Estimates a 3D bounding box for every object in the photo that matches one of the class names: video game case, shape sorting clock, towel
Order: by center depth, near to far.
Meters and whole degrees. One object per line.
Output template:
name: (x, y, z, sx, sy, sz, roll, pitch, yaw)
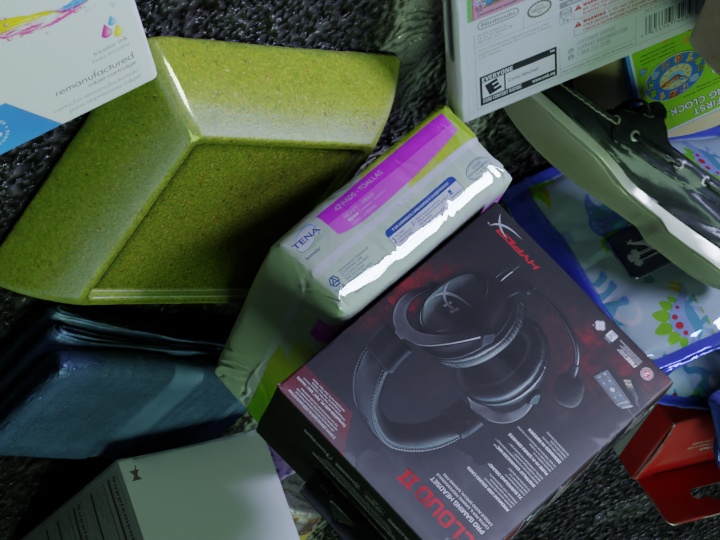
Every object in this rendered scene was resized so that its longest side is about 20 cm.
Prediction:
video game case: (0.136, -0.188, 1.466, 0.200, 0.022, 0.182, -23, 140, -15)
towel: (-0.152, 0.076, 1.609, 0.112, 0.049, 0.200, -42, 152, 27)
shape sorting clock: (0.224, -0.157, 1.612, 0.200, 0.039, 0.200, -15, 140, -13)

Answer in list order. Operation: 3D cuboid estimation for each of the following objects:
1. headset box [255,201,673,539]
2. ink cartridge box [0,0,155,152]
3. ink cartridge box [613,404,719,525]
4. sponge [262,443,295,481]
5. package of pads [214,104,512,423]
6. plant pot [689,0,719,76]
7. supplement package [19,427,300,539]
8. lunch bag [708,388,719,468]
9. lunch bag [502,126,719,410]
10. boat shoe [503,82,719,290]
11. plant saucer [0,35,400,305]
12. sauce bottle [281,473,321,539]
headset box: (0.051, 0.083, 1.454, 0.200, 0.149, 0.077, -39, 169, -25)
ink cartridge box: (-0.176, -0.143, 1.200, 0.116, 0.067, 0.200, -27, 151, -8)
ink cartridge box: (0.218, 0.073, 1.804, 0.116, 0.200, 0.067, -10, 145, -35)
sponge: (0.023, 0.065, 1.686, 0.200, 0.030, 0.112, -36, 179, -30)
package of pads: (0.000, 0.000, 1.542, 0.154, 0.068, 0.200, -40, 171, -28)
plant pot: (0.290, -0.172, 1.468, 0.200, 0.187, 0.187, -47, 149, 12)
supplement package: (-0.135, 0.194, 1.692, 0.114, 0.110, 0.200, -11, 164, -32)
lunch bag: (0.328, 0.107, 1.684, 0.170, 0.127, 0.200, -33, 150, -3)
lunch bag: (0.206, 0.000, 1.703, 0.200, 0.170, 0.127, -8, 144, -41)
boat shoe: (0.173, -0.072, 1.597, 0.066, 0.199, 0.075, -53, -173, -12)
plant saucer: (-0.087, -0.043, 1.483, 0.200, 0.048, 0.200, 0, 139, -44)
sauce bottle: (-0.098, 0.214, 1.869, 0.065, 0.065, 0.200, 0, 141, -44)
